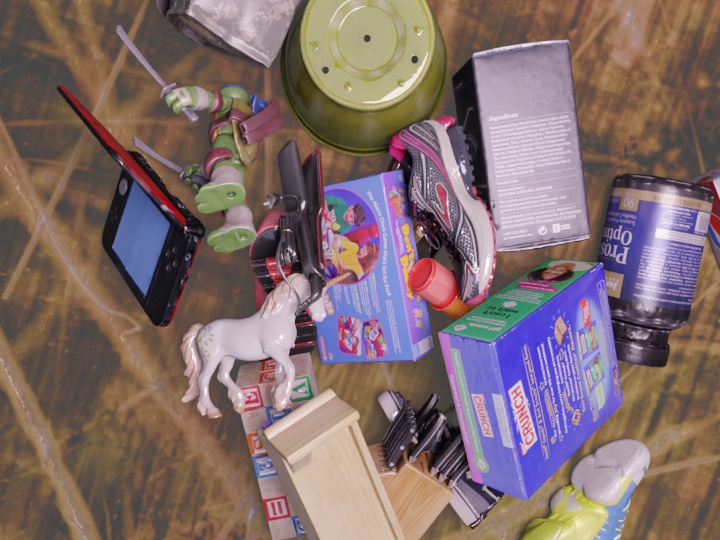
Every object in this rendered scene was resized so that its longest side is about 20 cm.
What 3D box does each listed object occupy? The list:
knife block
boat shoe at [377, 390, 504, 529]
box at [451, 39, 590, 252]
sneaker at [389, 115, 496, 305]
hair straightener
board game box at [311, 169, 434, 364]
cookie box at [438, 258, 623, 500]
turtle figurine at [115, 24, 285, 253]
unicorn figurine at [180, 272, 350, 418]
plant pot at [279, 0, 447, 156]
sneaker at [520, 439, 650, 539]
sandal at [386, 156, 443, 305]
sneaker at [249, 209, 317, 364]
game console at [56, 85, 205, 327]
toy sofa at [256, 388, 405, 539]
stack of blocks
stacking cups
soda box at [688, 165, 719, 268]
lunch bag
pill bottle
[{"bbox_3d":[0.065,0.242,0.850,0.172,0.064,0.204,-10,108,1],"label":"knife block"},{"bbox_3d":[0.108,0.202,0.916,0.092,0.075,0.201,-37,104,-2],"label":"boat shoe"},{"bbox_3d":[0.170,-0.131,0.836,0.102,0.148,0.205,-8,97,0],"label":"box"},{"bbox_3d":[0.087,-0.059,0.803,0.073,0.081,0.204,-13,74,-10],"label":"sneaker"},{"bbox_3d":[-0.074,-0.050,0.798,0.076,0.041,0.204,19,57,-37],"label":"hair straightener"},{"bbox_3d":[0.000,0.000,0.866,0.132,0.044,0.204,-6,98,36],"label":"board game box"},{"bbox_3d":[0.184,0.104,0.801,0.198,0.074,0.174,-28,111,-38],"label":"cookie box"},{"bbox_3d":[-0.180,-0.123,0.826,0.197,0.196,0.144,11,136,-30],"label":"turtle figurine"},{"bbox_3d":[-0.103,0.078,0.806,0.195,0.074,0.140,-7,82,3],"label":"unicorn figurine"},{"bbox_3d":[0.005,-0.224,0.802,0.196,0.193,0.205,0,97,-1],"label":"plant pot"},{"bbox_3d":[0.289,0.298,0.931,0.105,0.076,0.200,41,102,-17],"label":"sneaker"},{"bbox_3d":[0.066,-0.038,0.875,0.081,0.054,0.205,-3,100,-41],"label":"sandal"},{"bbox_3d":[-0.088,0.023,0.892,0.072,0.087,0.204,-2,120,-6],"label":"sneaker"},{"bbox_3d":[-0.255,-0.066,0.790,0.117,0.200,0.175,9,113,-41],"label":"game console"},{"bbox_3d":[-0.022,0.225,0.771,0.082,0.097,0.203,-28,110,-20],"label":"toy sofa"},{"bbox_3d":[-0.067,0.203,0.894,0.113,0.059,0.204,-11,108,1],"label":"stack of blocks"},{"bbox_3d":[0.132,0.051,0.860,0.198,0.060,0.061,29,95,-30],"label":"stacking cups"},{"bbox_3d":[0.455,-0.024,0.891,0.062,0.070,0.203,-24,96,1],"label":"soda box"},{"bbox_3d":[-0.128,-0.312,0.792,0.116,0.200,0.166,27,93,-30],"label":"lunch bag"},{"bbox_3d":[0.323,0.000,0.871,0.109,0.112,0.204,10,95,-2],"label":"pill bottle"}]
